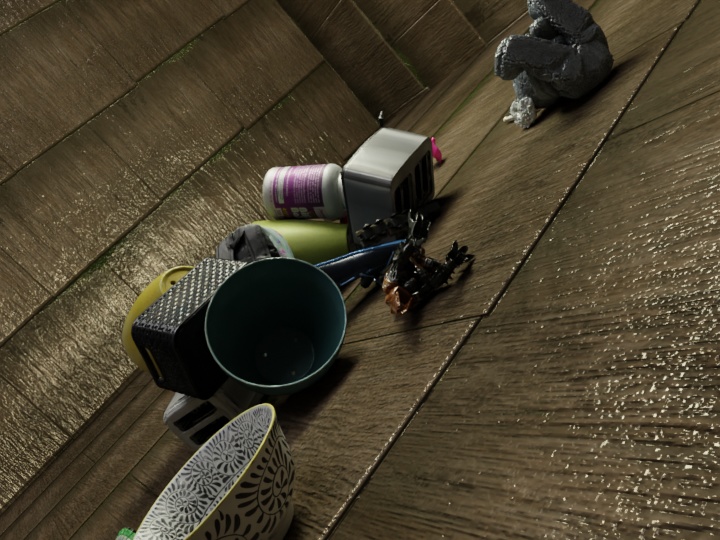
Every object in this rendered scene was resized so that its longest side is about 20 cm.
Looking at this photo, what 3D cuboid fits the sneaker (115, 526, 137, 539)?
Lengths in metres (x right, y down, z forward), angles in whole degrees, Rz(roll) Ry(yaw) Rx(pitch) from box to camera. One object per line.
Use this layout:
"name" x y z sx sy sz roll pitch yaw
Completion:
"sneaker" -0.257 0.352 0.723 0.085 0.078 0.200 -50 15 -29

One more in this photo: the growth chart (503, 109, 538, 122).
"growth chart" 0.385 -0.378 1.302 0.200 0.018 0.145 -44 12 -2

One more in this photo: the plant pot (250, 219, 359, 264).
"plant pot" -0.107 -0.029 1.314 0.198 0.189 0.187 -11 22 15

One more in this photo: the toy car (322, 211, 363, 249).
"toy car" -0.032 -0.153 1.429 0.177 0.200 0.184 -45 13 -14

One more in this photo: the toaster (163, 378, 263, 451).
"toaster" -0.234 0.210 1.060 0.199 0.114 0.130 -33 19 29

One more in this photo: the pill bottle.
"pill bottle" -0.092 -0.162 1.319 0.198 0.113 0.112 -1 29 19

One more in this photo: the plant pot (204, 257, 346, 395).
"plant pot" -0.119 0.101 0.947 0.200 0.199 0.135 -48 -19 -24

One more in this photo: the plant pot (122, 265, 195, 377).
"plant pot" -0.323 0.078 1.162 0.200 0.199 0.143 -57 -5 -50

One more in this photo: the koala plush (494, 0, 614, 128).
"koala plush" 0.332 -0.353 1.137 0.178 0.183 0.200 -58 -5 -13

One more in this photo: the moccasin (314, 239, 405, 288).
"moccasin" 0.000 0.000 1.105 0.198 0.069 0.080 -18 2 7

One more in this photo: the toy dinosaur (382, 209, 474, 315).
"toy dinosaur" 0.076 0.010 0.868 0.136 0.102 0.201 -53 25 26

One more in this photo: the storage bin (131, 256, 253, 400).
"storage bin" -0.237 0.085 0.991 0.093 0.136 0.200 6 37 30

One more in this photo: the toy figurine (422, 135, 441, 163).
"toy figurine" 0.114 -0.246 1.551 0.183 0.150 0.200 -34 -17 -26

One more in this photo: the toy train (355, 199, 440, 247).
"toy train" 0.066 -0.083 1.137 0.199 0.034 0.046 -24 -11 -36

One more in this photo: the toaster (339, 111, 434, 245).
"toaster" 0.054 -0.167 1.230 0.118 0.201 0.181 16 46 26

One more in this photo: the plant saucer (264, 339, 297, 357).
"plant saucer" -0.120 0.104 1.252 0.200 0.027 0.200 -40 12 11

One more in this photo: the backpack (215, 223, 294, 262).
"backpack" -0.181 0.017 1.168 0.166 0.202 0.127 -23 -10 8

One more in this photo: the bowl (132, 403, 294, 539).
"bowl" -0.131 0.244 0.650 0.200 0.094 0.201 -40 12 10
